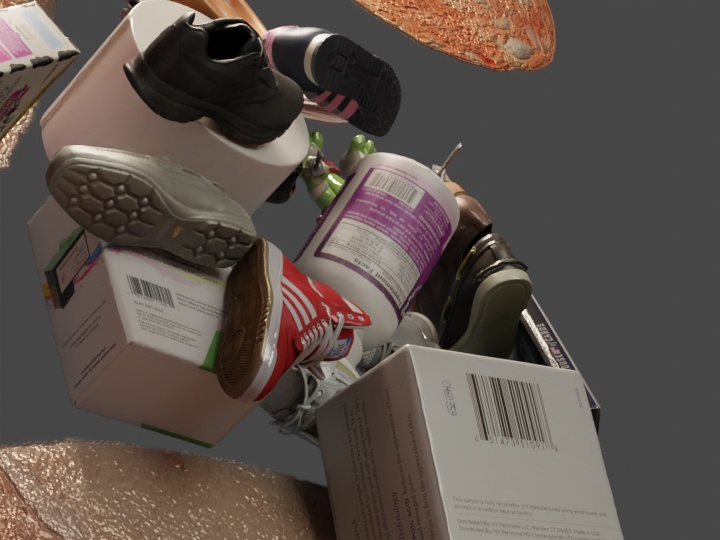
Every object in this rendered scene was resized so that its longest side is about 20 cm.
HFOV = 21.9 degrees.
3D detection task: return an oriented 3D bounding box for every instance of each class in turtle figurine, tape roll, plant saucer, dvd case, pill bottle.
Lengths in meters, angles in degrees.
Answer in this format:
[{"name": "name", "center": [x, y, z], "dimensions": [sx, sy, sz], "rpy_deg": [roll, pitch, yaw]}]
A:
[{"name": "turtle figurine", "center": [0.011, -0.099, 1.858], "dimensions": [0.194, 0.144, 0.200], "rpy_deg": [50, -18, 52]}, {"name": "tape roll", "center": [-0.164, -0.123, 1.657], "dimensions": [0.203, 0.139, 0.203], "rpy_deg": [35, 27, -20]}, {"name": "plant saucer", "center": [-0.152, -0.261, 1.801], "dimensions": [0.200, 0.037, 0.200], "rpy_deg": [47, 11, -12]}, {"name": "dvd case", "center": [0.177, 0.131, 1.754], "dimensions": [0.025, 0.151, 0.200], "rpy_deg": [-7, 33, -11]}, {"name": "pill bottle", "center": [0.000, 0.000, 1.671], "dimensions": [0.112, 0.112, 0.200], "rpy_deg": [39, 62, -13]}]

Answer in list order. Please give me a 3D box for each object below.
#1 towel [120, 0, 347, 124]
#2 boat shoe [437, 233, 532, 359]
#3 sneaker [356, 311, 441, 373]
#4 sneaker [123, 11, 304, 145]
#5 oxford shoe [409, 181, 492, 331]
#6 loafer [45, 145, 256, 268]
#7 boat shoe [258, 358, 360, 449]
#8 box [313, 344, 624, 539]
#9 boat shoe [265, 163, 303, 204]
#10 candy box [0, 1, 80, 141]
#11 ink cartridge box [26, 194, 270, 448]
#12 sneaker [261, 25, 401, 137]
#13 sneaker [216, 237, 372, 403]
[{"name": "towel", "center": [-0.125, -0.217, 1.921], "dimensions": [0.200, 0.032, 0.191], "rpy_deg": [39, 19, 33]}, {"name": "boat shoe", "center": [0.113, 0.043, 1.777], "dimensions": [0.072, 0.201, 0.061], "rpy_deg": [-7, 58, -21]}, {"name": "sneaker", "center": [0.034, 0.102, 1.716], "dimensions": [0.115, 0.075, 0.200], "rpy_deg": [20, 24, -35]}, {"name": "sneaker", "center": [-0.102, -0.162, 1.541], "dimensions": [0.076, 0.091, 0.200], "rpy_deg": [54, 25, 23]}, {"name": "oxford shoe", "center": [0.095, 0.008, 1.823], "dimensions": [0.071, 0.200, 0.073], "rpy_deg": [-36, 56, -27]}, {"name": "loafer", "center": [-0.166, -0.057, 1.442], "dimensions": [0.200, 0.070, 0.070], "rpy_deg": [25, 26, -47]}, {"name": "boat shoe", "center": [-0.022, 0.123, 1.582], "dimensions": [0.202, 0.074, 0.065], "rpy_deg": [37, 21, -34]}, {"name": "box", "center": [0.090, 0.183, 1.507], "dimensions": [0.199, 0.131, 0.200], "rpy_deg": [10, 57, -37]}, {"name": "boat shoe", "center": [-0.109, -0.133, 1.858], "dimensions": [0.074, 0.063, 0.201], "rpy_deg": [7, 26, -24]}, {"name": "candy box", "center": [-0.320, -0.131, 1.433], "dimensions": [0.061, 0.136, 0.200], "rpy_deg": [48, 25, 2]}, {"name": "ink cartridge box", "center": [-0.171, 0.027, 1.481], "dimensions": [0.145, 0.084, 0.200], "rpy_deg": [23, 33, -40]}, {"name": "sneaker", "center": [-0.027, -0.187, 1.775], "dimensions": [0.082, 0.070, 0.200], "rpy_deg": [18, -9, 28]}, {"name": "sneaker", "center": [-0.049, 0.057, 1.443], "dimensions": [0.112, 0.071, 0.200], "rpy_deg": [36, 24, -18]}]
